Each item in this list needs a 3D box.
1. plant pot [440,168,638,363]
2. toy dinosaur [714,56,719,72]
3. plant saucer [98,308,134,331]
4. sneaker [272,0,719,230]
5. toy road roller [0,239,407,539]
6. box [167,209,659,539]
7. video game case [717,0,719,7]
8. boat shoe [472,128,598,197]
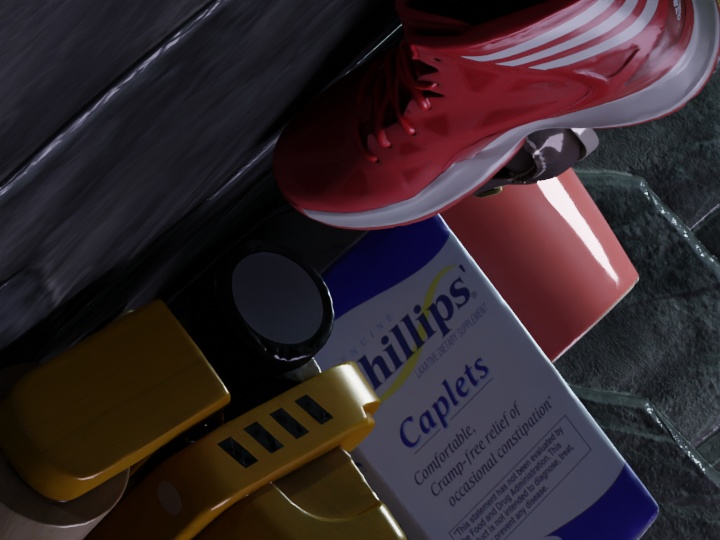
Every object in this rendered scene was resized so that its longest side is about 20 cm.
[{"bbox_3d":[0.101,-0.012,1.818,0.200,0.177,0.200,-41,177,-3],"label":"plant pot"},{"bbox_3d":[0.198,-0.185,1.341,0.088,0.047,0.201,-9,-119,62],"label":"toy dinosaur"},{"bbox_3d":[-0.183,0.122,1.123,0.200,0.048,0.200,-41,177,-27],"label":"plant saucer"},{"bbox_3d":[0.023,-0.082,0.896,0.199,0.079,0.115,-24,150,31],"label":"sneaker"},{"bbox_3d":[-0.072,0.093,0.975,0.200,0.146,0.123,-27,168,-42],"label":"toy road roller"},{"bbox_3d":[0.015,0.072,1.164,0.105,0.200,0.184,-43,-166,-20],"label":"box"},{"bbox_3d":[0.136,-0.115,1.005,0.200,0.181,0.022,34,59,-88],"label":"video game case"},{"bbox_3d":[0.044,-0.061,1.032,0.059,0.072,0.200,-42,-166,-6],"label":"boat shoe"}]
